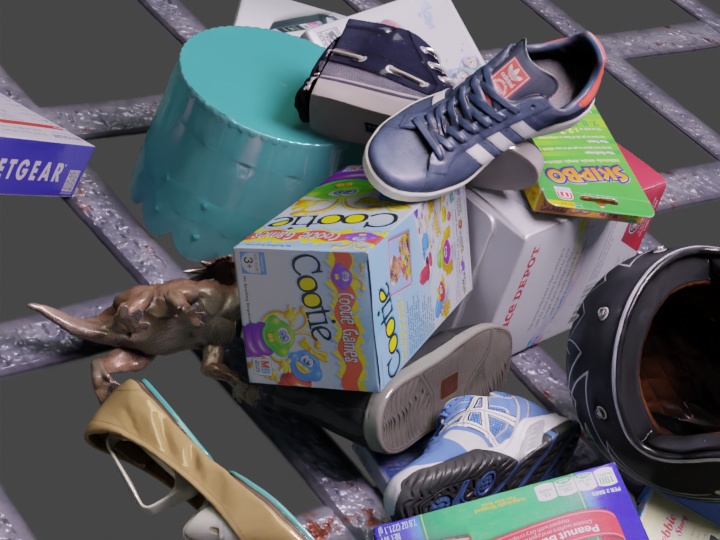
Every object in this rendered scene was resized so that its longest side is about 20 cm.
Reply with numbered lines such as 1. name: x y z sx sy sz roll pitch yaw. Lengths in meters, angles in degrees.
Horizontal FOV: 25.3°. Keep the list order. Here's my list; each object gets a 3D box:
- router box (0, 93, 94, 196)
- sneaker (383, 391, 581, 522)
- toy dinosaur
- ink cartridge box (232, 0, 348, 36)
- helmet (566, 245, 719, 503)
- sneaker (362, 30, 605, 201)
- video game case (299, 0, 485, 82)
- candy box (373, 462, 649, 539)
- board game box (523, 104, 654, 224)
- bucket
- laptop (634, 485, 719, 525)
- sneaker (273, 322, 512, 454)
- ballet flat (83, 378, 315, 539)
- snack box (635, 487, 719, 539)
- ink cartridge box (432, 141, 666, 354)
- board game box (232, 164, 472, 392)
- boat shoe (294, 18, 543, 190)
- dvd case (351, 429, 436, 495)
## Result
1. router box: -0.329 -0.120 1.251 0.179 0.049 0.200 29 9 14
2. sneaker: 0.073 0.136 1.129 0.077 0.076 0.199 32 25 29
3. toy dinosaur: -0.139 0.032 1.186 0.199 0.086 0.136 -4 26 -4
4. ink cartridge box: -0.035 -0.201 1.593 0.199 0.044 0.174 15 33 -7
5. helmet: 0.247 0.074 1.166 0.190 0.201 0.200 17 31 23
6. sneaker: 0.091 -0.119 1.144 0.199 0.085 0.075 -29 75 -23
7. video game case: 0.058 -0.155 1.492 0.181 0.024 0.201 -25 84 -38
8. candy box: 0.108 0.230 0.980 0.168 0.077 0.201 -15 40 -2
9. board game box: 0.164 -0.099 1.304 0.095 0.030 0.200 6 33 -18
10. bucket: -0.082 -0.103 1.348 0.206 0.135 0.208 15 35 -10
11. laptop: 0.347 0.144 1.247 0.187 0.201 0.116 31 2 16
12. sneaker: 0.030 0.073 1.206 0.106 0.075 0.200 14 18 34
13. ballet flat: -0.107 0.152 1.062 0.063 0.069 0.200 -40 59 -21
14. snack box: 0.214 0.246 1.077 0.116 0.037 0.200 29 41 6
15. ink cartridge box: 0.126 -0.033 1.348 0.145 0.146 0.199 40 38 28
16. board game box: 0.000 0.000 1.171 0.102 0.106 0.200 2 20 22
17. boat shoe: 0.056 -0.135 1.243 0.199 0.075 0.093 20 62 8
18. dvd case: 0.099 0.180 1.150 0.142 0.018 0.200 -5 40 -33
